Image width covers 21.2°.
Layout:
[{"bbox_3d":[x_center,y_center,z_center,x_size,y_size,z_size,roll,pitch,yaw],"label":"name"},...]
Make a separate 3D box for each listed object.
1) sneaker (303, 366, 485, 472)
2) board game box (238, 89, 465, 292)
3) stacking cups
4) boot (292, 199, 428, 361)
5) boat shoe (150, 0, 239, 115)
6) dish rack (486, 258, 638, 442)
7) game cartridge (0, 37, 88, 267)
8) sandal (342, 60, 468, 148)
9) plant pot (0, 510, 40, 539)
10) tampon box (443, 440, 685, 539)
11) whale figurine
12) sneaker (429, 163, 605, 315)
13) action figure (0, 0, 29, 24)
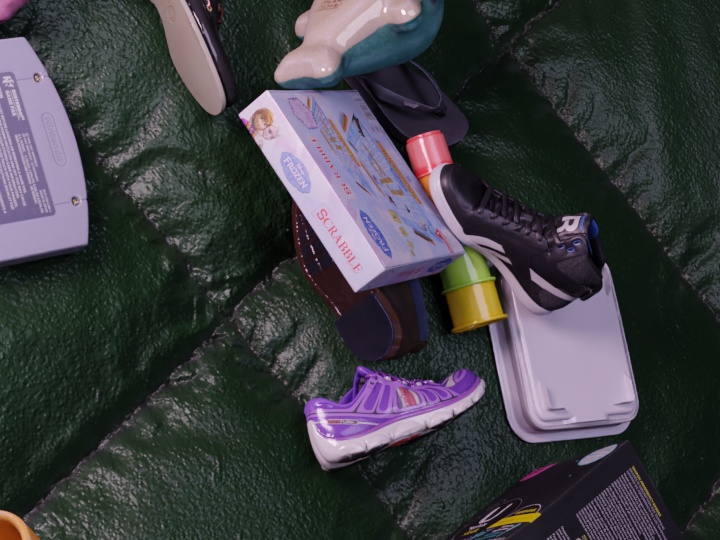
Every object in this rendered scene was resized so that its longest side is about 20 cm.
[{"bbox_3d":[0.035,0.123,1.827,0.200,0.081,0.084,-16,77,-37],"label":"sneaker"},{"bbox_3d":[-0.004,-0.080,1.815,0.200,0.041,0.199,57,23,11],"label":"board game box"},{"bbox_3d":[0.094,-0.040,1.932,0.060,0.060,0.201,-9,80,-37],"label":"stacking cups"},{"bbox_3d":[0.000,0.000,1.867,0.097,0.075,0.201,10,54,-59],"label":"boot"},{"bbox_3d":[-0.158,-0.245,1.822,0.063,0.074,0.202,-21,82,-30],"label":"boat shoe"},{"bbox_3d":[0.214,0.072,1.989,0.171,0.043,0.201,-2,75,-35],"label":"dish rack"},{"bbox_3d":[-0.313,-0.103,1.690,0.133,0.041,0.201,-11,80,-41],"label":"game cartridge"},{"bbox_3d":[0.032,-0.192,1.955,0.200,0.043,0.076,38,56,-18],"label":"sandal"},{"bbox_3d":[-0.280,0.320,1.479,0.183,0.200,0.200,53,51,-28],"label":"plant pot"},{"bbox_3d":[0.180,0.273,1.826,0.200,0.150,0.127,-32,94,-38],"label":"tampon box"},{"bbox_3d":[0.003,-0.226,1.864,0.200,0.159,0.104,-52,125,-36],"label":"whale figurine"},{"bbox_3d":[0.167,-0.048,1.886,0.200,0.112,0.073,45,42,-24],"label":"sneaker"},{"bbox_3d":[-0.321,-0.271,1.727,0.200,0.134,0.149,-56,151,-22],"label":"action figure"}]
